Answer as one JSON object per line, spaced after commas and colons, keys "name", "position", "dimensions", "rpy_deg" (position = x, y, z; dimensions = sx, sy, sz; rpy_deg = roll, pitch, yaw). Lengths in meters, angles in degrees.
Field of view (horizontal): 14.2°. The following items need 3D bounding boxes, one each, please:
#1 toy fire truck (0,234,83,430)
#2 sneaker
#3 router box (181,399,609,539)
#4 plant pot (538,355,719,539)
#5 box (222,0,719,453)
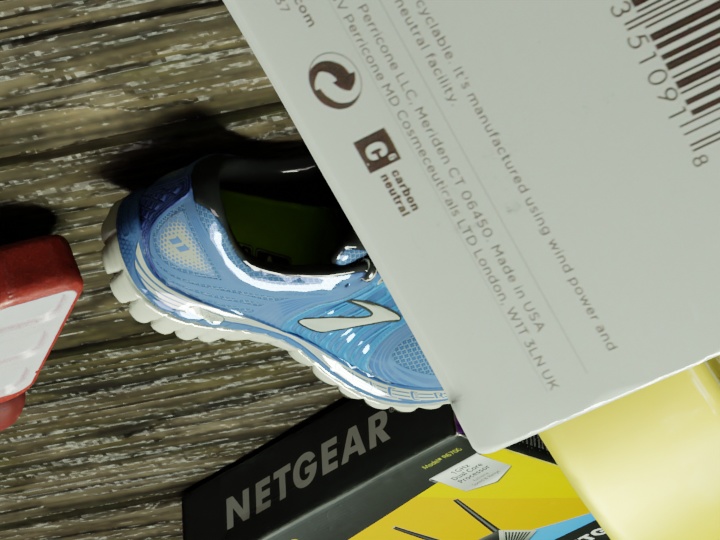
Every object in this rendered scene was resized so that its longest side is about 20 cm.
{"name": "toy fire truck", "position": [-0.210, 0.058, 1.212], "dimensions": [0.167, 0.112, 0.200], "rpy_deg": [-15, 158, -25]}
{"name": "sneaker", "position": [0.000, 0.000, 1.162], "dimensions": [0.199, 0.079, 0.089], "rpy_deg": [13, 149, -31]}
{"name": "router box", "position": [0.031, 0.113, 1.401], "dimensions": [0.149, 0.051, 0.200], "rpy_deg": [20, 142, -37]}
{"name": "plant pot", "position": [0.146, -0.013, 1.068], "dimensions": [0.188, 0.201, 0.201], "rpy_deg": [-31, 146, 11]}
{"name": "box", "position": [0.086, -0.084, 0.865], "dimensions": [0.200, 0.199, 0.131], "rpy_deg": [-26, -172, 32]}
